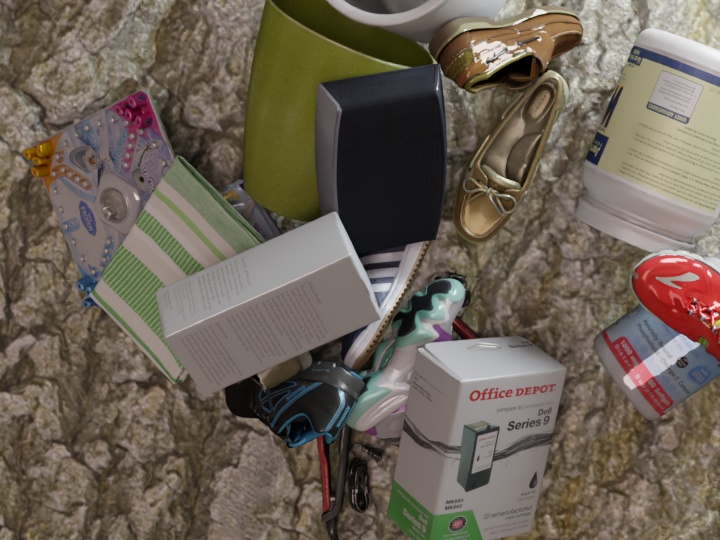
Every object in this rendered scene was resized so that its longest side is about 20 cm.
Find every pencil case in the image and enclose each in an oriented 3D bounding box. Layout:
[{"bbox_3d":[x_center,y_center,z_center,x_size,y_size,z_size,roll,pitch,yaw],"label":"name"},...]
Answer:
[{"bbox_3d":[-0.101,-0.004,1.349,0.090,0.083,0.201,-36,93,22],"label":"pencil case"}]

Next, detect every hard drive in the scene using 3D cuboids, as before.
[{"bbox_3d":[0.024,-0.102,1.217,0.134,0.042,0.201,-10,132,-9],"label":"hard drive"}]

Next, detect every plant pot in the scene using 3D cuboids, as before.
[{"bbox_3d":[-0.044,-0.160,1.279,0.186,0.187,0.201,25,112,4],"label":"plant pot"}]

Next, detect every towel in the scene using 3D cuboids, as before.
[{"bbox_3d":[-0.191,0.004,1.294,0.153,0.023,0.200,44,117,11],"label":"towel"}]

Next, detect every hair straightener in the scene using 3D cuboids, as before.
[{"bbox_3d":[-0.011,0.222,1.391,0.076,0.041,0.202,-1,93,9],"label":"hair straightener"}]

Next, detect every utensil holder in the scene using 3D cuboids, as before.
[{"bbox_3d":[0.054,-0.311,1.203,0.169,0.200,0.172,1,92,18],"label":"utensil holder"}]

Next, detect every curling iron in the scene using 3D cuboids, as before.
[{"bbox_3d":[0.142,0.082,1.353,0.049,0.026,0.200,-37,92,16],"label":"curling iron"}]

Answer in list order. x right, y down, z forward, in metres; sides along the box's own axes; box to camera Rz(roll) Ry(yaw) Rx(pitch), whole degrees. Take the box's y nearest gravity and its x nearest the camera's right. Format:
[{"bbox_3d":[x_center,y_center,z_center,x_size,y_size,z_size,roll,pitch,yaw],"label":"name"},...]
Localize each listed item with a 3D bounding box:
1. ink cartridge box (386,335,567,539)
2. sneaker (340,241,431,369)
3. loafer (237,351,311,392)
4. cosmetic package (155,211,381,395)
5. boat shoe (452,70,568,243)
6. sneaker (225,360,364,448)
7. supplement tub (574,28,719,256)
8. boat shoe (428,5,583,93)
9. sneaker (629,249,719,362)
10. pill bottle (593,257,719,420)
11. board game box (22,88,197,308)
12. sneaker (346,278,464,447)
[{"bbox_3d":[0.121,0.180,1.294,0.145,0.084,0.202,-4,113,-32],"label":"ink cartridge box"},{"bbox_3d":[0.000,0.000,1.319,0.108,0.070,0.201,27,74,4],"label":"sneaker"},{"bbox_3d":[-0.137,0.075,1.326,0.070,0.199,0.076,-41,124,-25],"label":"loafer"},{"bbox_3d":[-0.091,0.034,1.223,0.199,0.072,0.102,-23,135,3],"label":"cosmetic package"},{"bbox_3d":[0.157,-0.119,1.300,0.073,0.063,0.201,32,102,3],"label":"boat shoe"},{"bbox_3d":[-0.087,0.147,1.334,0.199,0.082,0.073,-11,139,46],"label":"sneaker"},{"bbox_3d":[0.309,-0.125,1.234,0.144,0.145,0.201,22,102,5],"label":"supplement tub"},{"bbox_3d":[0.156,-0.213,1.230,0.068,0.199,0.072,59,143,19],"label":"boat shoe"},{"bbox_3d":[0.349,0.051,1.174,0.199,0.085,0.077,35,102,1],"label":"sneaker"},{"bbox_3d":[0.350,0.058,1.275,0.200,0.109,0.109,-38,92,12],"label":"pill bottle"},{"bbox_3d":[-0.271,-0.072,1.354,0.199,0.026,0.201,-18,95,36],"label":"board game box"},{"bbox_3d":[0.084,0.114,1.343,0.139,0.078,0.200,33,108,-18],"label":"sneaker"}]
